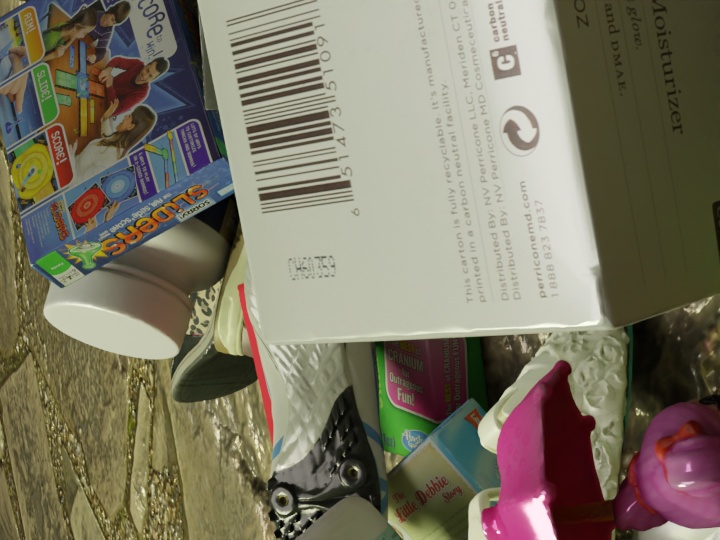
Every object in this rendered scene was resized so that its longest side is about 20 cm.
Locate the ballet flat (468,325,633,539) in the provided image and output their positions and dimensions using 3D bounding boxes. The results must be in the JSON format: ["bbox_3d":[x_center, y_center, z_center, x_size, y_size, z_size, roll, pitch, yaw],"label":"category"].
[{"bbox_3d":[0.081,0.093,0.747,0.072,0.072,0.200,116,164,-57],"label":"ballet flat"}]

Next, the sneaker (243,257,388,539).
[{"bbox_3d":[-0.016,0.074,0.921,0.072,0.072,0.200,-13,80,26],"label":"sneaker"}]

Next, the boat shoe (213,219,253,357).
[{"bbox_3d":[-0.040,-0.034,1.083,0.072,0.066,0.201,-62,-12,-72],"label":"boat shoe"}]

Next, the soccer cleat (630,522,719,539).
[{"bbox_3d":[0.136,0.165,0.763,0.078,0.069,0.200,57,147,35],"label":"soccer cleat"}]

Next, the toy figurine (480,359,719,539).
[{"bbox_3d":[0.135,0.062,0.550,0.200,0.184,0.150,142,114,-65],"label":"toy figurine"}]

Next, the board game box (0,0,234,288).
[{"bbox_3d":[-0.155,-0.103,1.050,0.034,0.135,0.200,45,-159,-52],"label":"board game box"}]

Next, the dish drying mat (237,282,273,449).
[{"bbox_3d":[-0.034,0.099,0.991,0.077,0.018,0.200,155,103,-71],"label":"dish drying mat"}]

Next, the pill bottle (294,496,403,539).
[{"bbox_3d":[0.022,0.215,0.825,0.200,0.111,0.111,48,153,6],"label":"pill bottle"}]

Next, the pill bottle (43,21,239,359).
[{"bbox_3d":[-0.132,-0.051,1.108,0.120,0.120,0.200,141,146,-66],"label":"pill bottle"}]

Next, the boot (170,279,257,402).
[{"bbox_3d":[-0.107,-0.009,1.246,0.154,0.073,0.204,68,150,27],"label":"boot"}]

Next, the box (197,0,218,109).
[{"bbox_3d":[-0.072,-0.202,1.000,0.200,0.050,0.158,-101,10,-64],"label":"box"}]

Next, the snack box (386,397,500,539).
[{"bbox_3d":[0.055,0.152,0.933,0.116,0.037,0.200,48,152,6],"label":"snack box"}]

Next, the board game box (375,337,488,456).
[{"bbox_3d":[0.000,0.000,0.981,0.153,0.040,0.200,8,110,50],"label":"board game box"}]

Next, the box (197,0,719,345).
[{"bbox_3d":[0.049,-0.080,0.684,0.200,0.131,0.199,-6,97,49],"label":"box"}]
